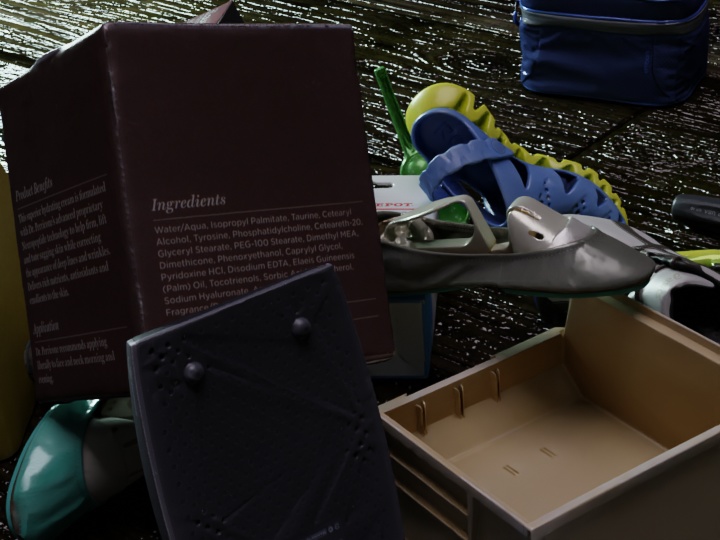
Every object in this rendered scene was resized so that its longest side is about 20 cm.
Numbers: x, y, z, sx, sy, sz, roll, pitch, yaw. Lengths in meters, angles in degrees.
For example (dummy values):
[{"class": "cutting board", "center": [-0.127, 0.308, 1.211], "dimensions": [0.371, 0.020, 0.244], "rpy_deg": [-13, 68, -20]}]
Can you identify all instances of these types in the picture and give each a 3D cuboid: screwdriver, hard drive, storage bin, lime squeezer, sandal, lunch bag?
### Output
[{"class": "screwdriver", "center": [0.340, -0.034, 1.138], "dimensions": [0.200, 0.028, 0.029], "rpy_deg": [11, 60, 31]}, {"class": "hard drive", "center": [-0.050, 0.108, 0.763], "dimensions": [0.135, 0.200, 0.042], "rpy_deg": [-22, 18, -30]}, {"class": "storage bin", "center": [0.113, 0.101, 0.855], "dimensions": [0.200, 0.094, 0.198], "rpy_deg": [-21, 33, -28]}, {"class": "lime squeezer", "center": [0.058, -0.069, 1.174], "dimensions": [0.038, 0.071, 0.200], "rpy_deg": [-31, 75, 1]}, {"class": "sandal", "center": [0.115, -0.056, 1.105], "dimensions": [0.200, 0.080, 0.087], "rpy_deg": [29, 40, -8]}, {"class": "lunch bag", "center": [0.248, -0.256, 1.450], "dimensions": [0.200, 0.133, 0.136], "rpy_deg": [9, 31, 22]}]

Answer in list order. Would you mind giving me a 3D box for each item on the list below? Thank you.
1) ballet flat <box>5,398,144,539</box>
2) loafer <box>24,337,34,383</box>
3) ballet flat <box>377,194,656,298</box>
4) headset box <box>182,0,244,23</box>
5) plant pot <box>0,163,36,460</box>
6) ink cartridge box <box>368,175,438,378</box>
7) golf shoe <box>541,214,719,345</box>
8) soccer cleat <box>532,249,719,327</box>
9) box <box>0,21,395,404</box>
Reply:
[{"class": "ballet flat", "center": [-0.157, 0.099, 0.916], "dimensions": [0.070, 0.067, 0.200], "rpy_deg": [-5, 26, 13]}, {"class": "loafer", "center": [-0.201, 0.035, 1.045], "dimensions": [0.063, 0.072, 0.200], "rpy_deg": [0, 20, 14]}, {"class": "ballet flat", "center": [0.087, -0.017, 0.926], "dimensions": [0.200, 0.064, 0.067], "rpy_deg": [-1, 20, 29]}, {"class": "headset box", "center": [-0.142, -0.109, 1.147], "dimensions": [0.200, 0.149, 0.077], "rpy_deg": [-21, 24, 19]}, {"class": "plant pot", "center": [-0.328, 0.005, 0.999], "dimensions": [0.199, 0.177, 0.200], "rpy_deg": [-2, 29, 2]}, {"class": "ink cartridge box", "center": [0.000, 0.000, 1.079], "dimensions": [0.116, 0.068, 0.200], "rpy_deg": [0, 29, 7]}, {"class": "golf shoe", "center": [0.190, 0.008, 0.955], "dimensions": [0.200, 0.094, 0.078], "rpy_deg": [27, 81, 20]}, {"class": "soccer cleat", "center": [0.224, 0.004, 1.049], "dimensions": [0.200, 0.065, 0.084], "rpy_deg": [-1, 27, 5]}, {"class": "box", "center": [-0.100, -0.030, 0.856], "dimensions": [0.164, 0.201, 0.166], "rpy_deg": [-6, -2, -34]}]
